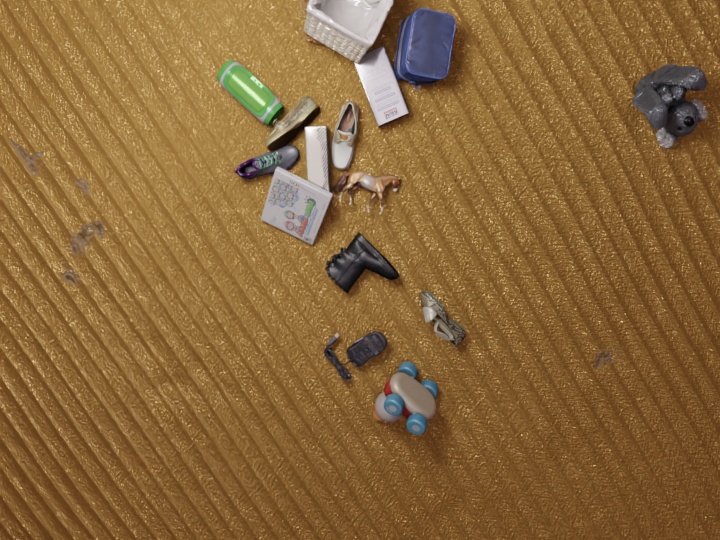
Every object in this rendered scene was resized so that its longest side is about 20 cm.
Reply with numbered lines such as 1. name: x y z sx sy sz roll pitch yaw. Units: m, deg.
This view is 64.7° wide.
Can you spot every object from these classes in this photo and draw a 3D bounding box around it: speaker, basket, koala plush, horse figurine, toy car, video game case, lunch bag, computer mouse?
1. speaker: -0.322 -0.521 1.667 0.200 0.088 0.089 42 99 -5
2. basket: -0.028 -0.708 1.534 0.198 0.161 0.200 25 85 -10
3. koala plush: 0.887 -0.459 1.609 0.199 0.184 0.177 36 109 -25
4. horse figurine: 0.013 -0.248 1.713 0.197 0.050 0.134 18 88 5
5. toy car: 0.121 0.429 1.790 0.176 0.185 0.200 40 128 -5
6. video game case: -0.194 -0.189 1.698 0.180 0.024 0.201 26 132 -2
7. lunch bag: 0.176 -0.619 1.609 0.134 0.132 0.203 8 99 -15
8. computer mouse: -0.019 0.239 1.806 0.200 0.046 0.141 -43 91 13

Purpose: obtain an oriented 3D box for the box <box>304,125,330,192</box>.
1. box: -0.126 -0.324 1.694 0.067 0.082 0.203 -2 101 2

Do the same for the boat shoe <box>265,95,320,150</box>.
1. boat shoe: -0.210 -0.433 1.681 0.200 0.073 0.063 -42 82 -11

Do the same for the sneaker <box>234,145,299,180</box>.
1. sneaker: -0.277 -0.317 1.697 0.198 0.088 0.075 -21 98 6

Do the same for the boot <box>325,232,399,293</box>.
1. boot: 0.000 0.000 1.747 0.198 0.073 0.163 44 96 2

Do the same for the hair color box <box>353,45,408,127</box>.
1. hair color box: 0.061 -0.534 1.661 0.098 0.061 0.202 -21 97 6

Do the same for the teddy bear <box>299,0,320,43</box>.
1. teddy bear: -0.107 -0.751 1.637 0.143 0.067 0.203 -9 93 -6

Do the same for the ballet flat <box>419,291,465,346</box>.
1. ballet flat: 0.244 0.156 1.759 0.200 0.068 0.075 46 61 -8

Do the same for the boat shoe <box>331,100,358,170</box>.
1. boat shoe: -0.048 -0.399 1.683 0.074 0.068 0.203 7 100 1
